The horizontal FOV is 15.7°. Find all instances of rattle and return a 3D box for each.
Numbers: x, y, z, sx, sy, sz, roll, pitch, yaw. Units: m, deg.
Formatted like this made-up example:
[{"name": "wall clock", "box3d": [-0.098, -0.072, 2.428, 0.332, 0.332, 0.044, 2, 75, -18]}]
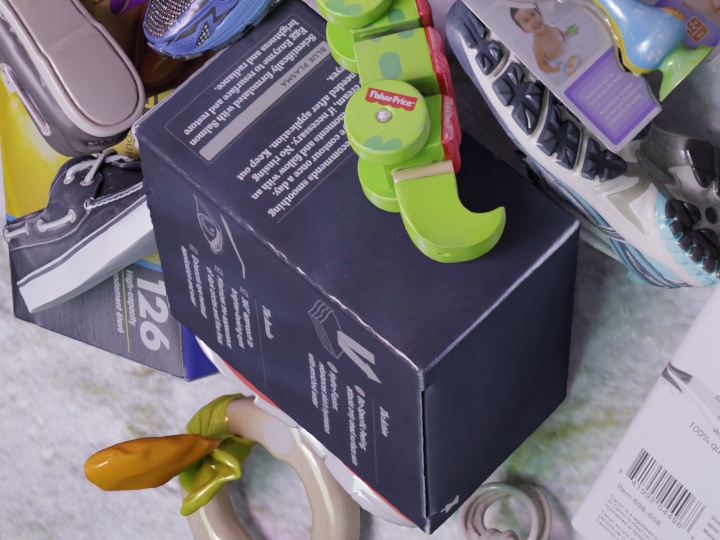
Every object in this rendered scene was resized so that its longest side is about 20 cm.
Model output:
[{"name": "rattle", "box3d": [-0.067, 0.180, 1.511, 0.130, 0.143, 0.200, -4, 101, 22]}]

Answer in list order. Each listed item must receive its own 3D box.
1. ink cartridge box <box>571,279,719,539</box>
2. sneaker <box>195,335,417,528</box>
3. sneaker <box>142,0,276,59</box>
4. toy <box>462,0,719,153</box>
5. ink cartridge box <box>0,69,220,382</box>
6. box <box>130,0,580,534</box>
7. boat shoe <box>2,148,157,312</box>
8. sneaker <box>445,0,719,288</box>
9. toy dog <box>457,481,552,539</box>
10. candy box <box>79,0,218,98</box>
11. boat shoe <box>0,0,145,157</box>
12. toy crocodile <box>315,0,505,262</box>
[{"name": "ink cartridge box", "box3d": [0.213, 0.091, 1.266, 0.144, 0.084, 0.200, 42, 132, 19]}, {"name": "sneaker", "box3d": [-0.015, 0.050, 1.459, 0.200, 0.077, 0.082, 43, 108, 5]}, {"name": "sneaker", "box3d": [-0.068, -0.200, 1.279, 0.075, 0.078, 0.200, 26, 98, 52]}, {"name": "toy", "box3d": [0.090, -0.164, 1.209, 0.200, 0.115, 0.047, 48, 151, -2]}, {"name": "ink cartridge box", "box3d": [-0.128, -0.039, 1.526, 0.200, 0.047, 0.198, 18, 120, 36]}, {"name": "box", "box3d": [0.000, 0.000, 1.332, 0.200, 0.117, 0.197, 40, 160, 20]}, {"name": "boat shoe", "box3d": [-0.144, -0.035, 1.464, 0.200, 0.072, 0.068, -27, 89, 56]}, {"name": "sneaker", "box3d": [0.103, -0.054, 1.263, 0.200, 0.078, 0.086, 43, 147, -20]}, {"name": "toy dog", "box3d": [0.118, 0.207, 1.394, 0.200, 0.132, 0.096, 20, 153, 41]}, {"name": "candy box", "box3d": [-0.106, -0.185, 1.366, 0.056, 0.117, 0.200, 44, 141, 30]}, {"name": "boat shoe", "box3d": [-0.181, -0.146, 1.330, 0.057, 0.067, 0.200, -31, 89, 53]}, {"name": "toy crocodile", "box3d": [0.018, -0.095, 1.230, 0.068, 0.062, 0.200, 73, -177, -63]}]
